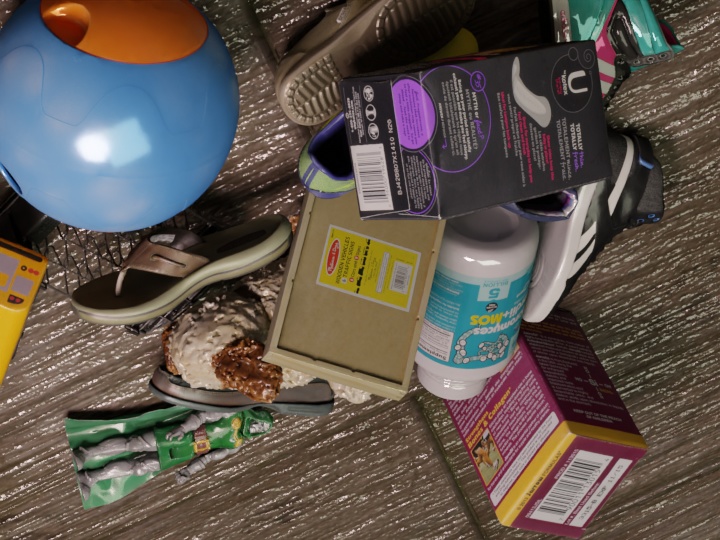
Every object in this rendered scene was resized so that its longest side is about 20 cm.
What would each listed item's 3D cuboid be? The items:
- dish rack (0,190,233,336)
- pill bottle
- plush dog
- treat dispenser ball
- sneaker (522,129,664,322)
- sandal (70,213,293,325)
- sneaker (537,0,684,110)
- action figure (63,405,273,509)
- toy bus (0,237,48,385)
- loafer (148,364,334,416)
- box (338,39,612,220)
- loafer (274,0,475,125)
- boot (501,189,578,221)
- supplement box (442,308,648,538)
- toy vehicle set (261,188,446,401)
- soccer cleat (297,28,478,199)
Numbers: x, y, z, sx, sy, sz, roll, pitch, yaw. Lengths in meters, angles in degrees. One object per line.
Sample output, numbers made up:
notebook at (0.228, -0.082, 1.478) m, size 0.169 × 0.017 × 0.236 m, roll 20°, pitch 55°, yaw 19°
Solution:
dish rack at (-0.210, -0.028, 1.686) m, size 0.153 × 0.055 × 0.200 m, roll -42°, pitch 134°, yaw 19°
pill bottle at (0.100, 0.027, 1.815) m, size 0.110 × 0.111 × 0.201 m, roll -6°, pitch 133°, yaw -16°
plush dog at (-0.087, 0.051, 1.701) m, size 0.171 × 0.200 × 0.161 m, roll -24°, pitch 105°, yaw -29°
treat dispenser ball at (-0.194, -0.130, 1.493) m, size 0.200 × 0.201 × 0.201 m, roll -11°, pitch 134°, yaw -12°
sneaker at (0.227, -0.035, 1.818) m, size 0.111 × 0.073 × 0.201 m, roll 6°, pitch 117°, yaw -26°
sandal at (-0.156, -0.013, 1.640) m, size 0.200 × 0.080 × 0.058 m, roll -24°, pitch 120°, yaw -9°
sneaker at (0.224, -0.177, 1.693) m, size 0.120 × 0.084 × 0.201 m, roll -11°, pitch 125°, yaw -3°
action figure at (-0.181, 0.168, 1.877) m, size 0.199 × 0.055 × 0.118 m, roll -16°, pitch 132°, yaw -13°
toy bus at (-0.318, 0.042, 1.641) m, size 0.065 × 0.079 × 0.200 m, roll 21°, pitch 146°, yaw -9°
loafer at (-0.108, 0.097, 1.838) m, size 0.199 × 0.072 × 0.063 m, roll 7°, pitch 110°, yaw -35°
box at (0.097, -0.116, 1.580) m, size 0.199 × 0.106 × 0.123 m, roll -14°, pitch 100°, yaw -37°
loafer at (0.006, -0.200, 1.605) m, size 0.200 × 0.068 × 0.076 m, roll -33°, pitch 129°, yaw -12°
boot at (0.102, -0.099, 1.706) m, size 0.199 × 0.090 × 0.073 m, roll 12°, pitch 110°, yaw -33°
supplement box at (0.174, 0.143, 1.884) m, size 0.103 × 0.200 × 0.131 m, roll 13°, pitch 125°, yaw -31°
toy vehicle set at (0.000, 0.000, 1.651) m, size 0.124 × 0.201 × 0.027 m, roll 18°, pitch 158°, yaw -9°
soccer cleat at (0.029, -0.135, 1.626) m, size 0.200 × 0.065 × 0.084 m, roll -42°, pitch 173°, yaw -11°
